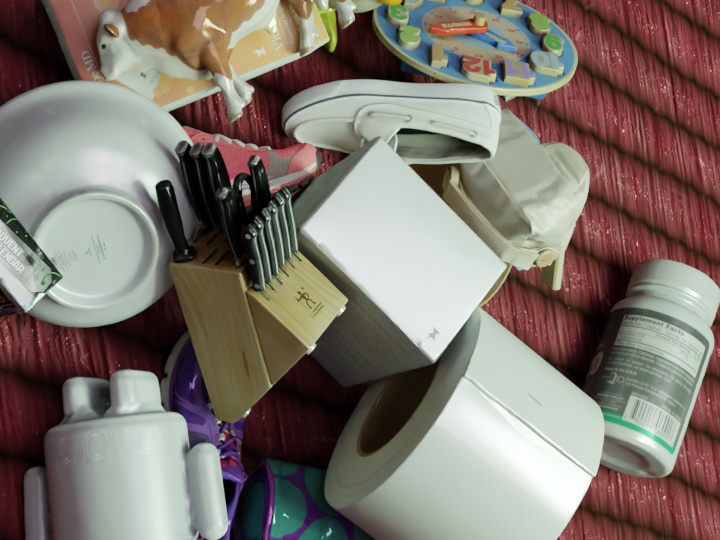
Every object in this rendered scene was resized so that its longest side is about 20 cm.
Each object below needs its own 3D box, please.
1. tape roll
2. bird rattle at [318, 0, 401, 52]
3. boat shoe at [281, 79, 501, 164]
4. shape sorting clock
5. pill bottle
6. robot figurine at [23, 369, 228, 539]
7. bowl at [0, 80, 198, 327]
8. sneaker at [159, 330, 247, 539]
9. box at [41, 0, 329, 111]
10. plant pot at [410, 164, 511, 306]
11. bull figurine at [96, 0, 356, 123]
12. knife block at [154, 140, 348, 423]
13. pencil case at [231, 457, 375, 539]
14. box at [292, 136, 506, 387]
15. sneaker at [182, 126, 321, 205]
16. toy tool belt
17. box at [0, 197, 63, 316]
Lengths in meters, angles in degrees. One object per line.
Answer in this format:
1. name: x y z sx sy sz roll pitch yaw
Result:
1. tape roll: 0.082 0.146 1.113 0.139 0.202 0.204 37 66 -12
2. bird rattle: -0.009 -0.300 1.211 0.112 0.162 0.203 19 83 -49
3. boat shoe: 0.025 -0.121 1.203 0.197 0.072 0.067 2 60 4
4. shape sorting clock: 0.108 -0.222 1.273 0.197 0.040 0.201 9 41 -8
5. pill bottle: 0.294 0.098 1.390 0.113 0.113 0.202 35 67 -25
6. robot figurine: -0.184 0.181 1.053 0.113 0.167 0.203 18 63 -73
7. bowl: -0.205 -0.033 1.025 0.198 0.091 0.204 -9 119 -16
8. sneaker: -0.119 0.145 1.126 0.080 0.083 0.203 7 80 -33
9. box: -0.143 -0.203 1.099 0.198 0.097 0.126 -24 97 -11
10. plant pot: 0.070 -0.055 1.308 0.198 0.027 0.203 5 82 -33
11. bull figurine: -0.102 -0.189 1.027 0.199 0.065 0.122 -40 103 -7
12. knife block: -0.106 0.004 1.039 0.175 0.200 0.064 43 47 -2
13. pencil case: -0.017 0.224 1.185 0.198 0.085 0.094 16 80 -32
14. box: 0.000 0.000 1.134 0.152 0.200 0.107 45 67 -10
15. sneaker: -0.118 -0.088 1.158 0.199 0.073 0.088 -24 95 -34
16. toy tool belt: 0.128 -0.080 1.267 0.124 0.124 0.201 -27 56 -15
17. box: -0.297 -0.028 0.954 0.040 0.199 0.138 -46 110 -28
